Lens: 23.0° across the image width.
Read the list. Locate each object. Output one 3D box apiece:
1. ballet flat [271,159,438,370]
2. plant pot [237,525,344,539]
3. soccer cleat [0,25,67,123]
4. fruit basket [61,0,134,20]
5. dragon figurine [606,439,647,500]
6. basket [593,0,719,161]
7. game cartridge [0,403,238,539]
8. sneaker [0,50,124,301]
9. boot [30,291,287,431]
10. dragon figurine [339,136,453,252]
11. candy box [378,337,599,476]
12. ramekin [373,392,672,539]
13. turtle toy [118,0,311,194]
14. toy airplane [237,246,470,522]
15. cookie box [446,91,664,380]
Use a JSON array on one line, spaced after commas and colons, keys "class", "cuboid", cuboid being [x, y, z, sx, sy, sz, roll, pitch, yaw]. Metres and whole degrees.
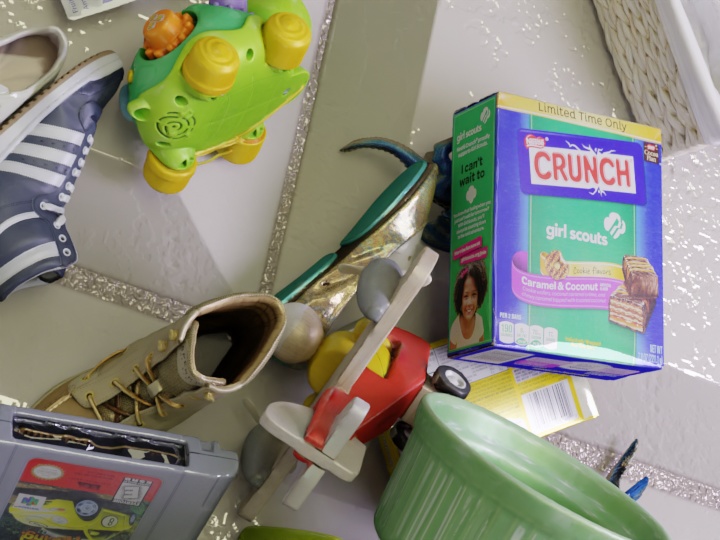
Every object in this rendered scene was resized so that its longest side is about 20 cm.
[{"class": "ballet flat", "cuboid": [0.000, 0.000, 1.382, 0.200, 0.071, 0.071, -44, 98, -14]}, {"class": "plant pot", "cuboid": [-0.013, 0.306, 1.241, 0.198, 0.200, 0.183, 32, 74, -17]}, {"class": "soccer cleat", "cuboid": [-0.292, -0.115, 1.268, 0.200, 0.077, 0.069, -43, 98, -28]}, {"class": "fruit basket", "cuboid": [-0.167, -0.310, 1.371, 0.199, 0.094, 0.187, -21, 87, -26]}, {"class": "dragon figurine", "cuboid": [0.195, 0.192, 1.401, 0.199, 0.099, 0.060, -16, 108, -48]}, {"class": "basket", "cuboid": [0.300, -0.205, 1.560, 0.135, 0.123, 0.202, -17, 85, -28]}, {"class": "game cartridge", "cuboid": [-0.198, 0.155, 1.219, 0.198, 0.133, 0.041, 12, 47, -22]}, {"class": "sneaker", "cuboid": [-0.223, -0.065, 1.294, 0.109, 0.070, 0.200, 47, 67, -6]}, {"class": "boot", "cuboid": [-0.152, 0.086, 1.244, 0.199, 0.155, 0.073, -31, 92, -29]}, {"class": "dragon figurine", "cuboid": [0.081, -0.052, 1.449, 0.198, 0.059, 0.101, 13, 72, -25]}, {"class": "candy box", "cuboid": [0.098, 0.099, 1.439, 0.198, 0.026, 0.103, -16, 85, -29]}, {"class": "ramekin", "cuboid": [0.106, 0.177, 1.218, 0.199, 0.200, 0.098, 27, 98, -18]}, {"class": "turtle toy", "cuboid": [-0.105, -0.155, 1.348, 0.199, 0.146, 0.101, -27, 67, -42]}, {"class": "toy airplane", "cuboid": [-0.022, 0.083, 1.275, 0.141, 0.199, 0.200, 43, 72, 14]}, {"class": "cookie box", "cuboid": [0.156, -0.025, 1.409, 0.170, 0.075, 0.202, 9, 75, -30]}]
